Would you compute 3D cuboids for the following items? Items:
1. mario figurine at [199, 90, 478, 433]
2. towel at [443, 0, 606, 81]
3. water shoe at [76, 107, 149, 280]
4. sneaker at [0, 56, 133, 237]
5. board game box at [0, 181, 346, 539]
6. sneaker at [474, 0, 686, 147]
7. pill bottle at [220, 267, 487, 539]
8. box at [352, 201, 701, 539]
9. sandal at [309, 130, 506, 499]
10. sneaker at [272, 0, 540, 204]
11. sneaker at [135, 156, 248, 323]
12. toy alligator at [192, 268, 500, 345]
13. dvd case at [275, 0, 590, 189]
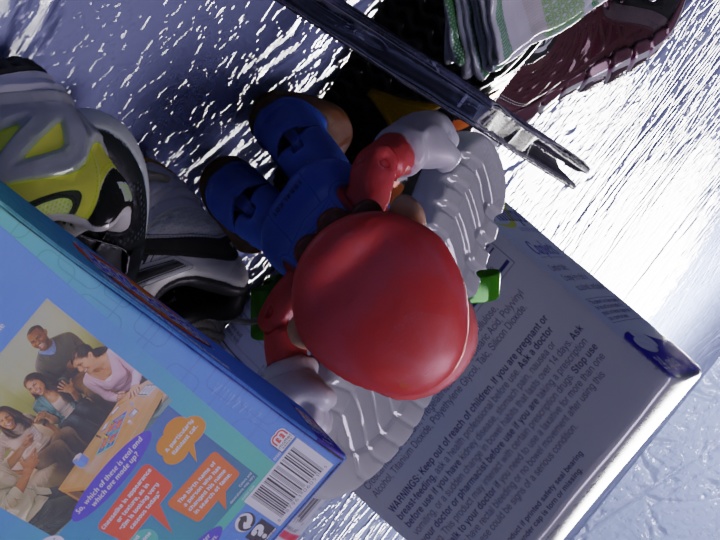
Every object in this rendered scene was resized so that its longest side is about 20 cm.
[{"bbox_3d":[0.000,0.000,0.982,0.106,0.200,0.124,-4,118,-20],"label":"mario figurine"},{"bbox_3d":[0.100,-0.185,1.006,0.200,0.031,0.150,-33,128,-46],"label":"towel"},{"bbox_3d":[-0.125,0.037,0.861,0.071,0.079,0.201,20,94,-30],"label":"water shoe"},{"bbox_3d":[-0.166,0.016,0.802,0.200,0.076,0.075,-48,167,5],"label":"sneaker"},{"bbox_3d":[-0.122,0.068,0.784,0.152,0.045,0.200,-48,129,1],"label":"board game box"},{"bbox_3d":[0.118,-0.151,1.194,0.200,0.076,0.116,-40,160,-27],"label":"sneaker"},{"bbox_3d":[-0.021,0.051,1.234,0.200,0.109,0.109,-49,165,2],"label":"pill bottle"},{"bbox_3d":[0.069,0.067,1.347,0.184,0.200,0.105,-52,166,14],"label":"box"},{"bbox_3d":[0.011,0.022,1.058,0.203,0.050,0.083,-59,142,-26],"label":"sandal"},{"bbox_3d":[0.038,-0.098,1.115,0.200,0.070,0.090,-49,169,25],"label":"sneaker"},{"bbox_3d":[-0.131,0.037,0.933,0.200,0.088,0.076,-41,165,-19],"label":"sneaker"},{"bbox_3d":[-0.020,0.014,1.095,0.199,0.054,0.060,-9,107,-34],"label":"toy alligator"},{"bbox_3d":[0.014,-0.088,0.908,0.016,0.148,0.200,-57,164,4],"label":"dvd case"}]
